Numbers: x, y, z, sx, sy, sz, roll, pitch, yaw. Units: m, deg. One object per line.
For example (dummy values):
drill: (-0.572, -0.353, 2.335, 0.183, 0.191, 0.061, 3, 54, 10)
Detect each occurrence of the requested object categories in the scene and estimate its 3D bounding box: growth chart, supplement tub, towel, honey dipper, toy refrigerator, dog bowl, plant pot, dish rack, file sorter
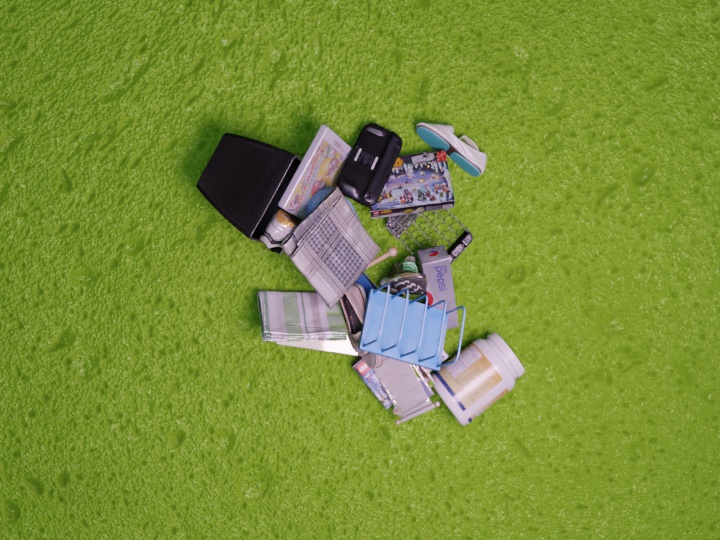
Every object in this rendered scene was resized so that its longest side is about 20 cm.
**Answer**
growth chart: (0.106, 0.252, 1.603, 0.143, 0.018, 0.203, -23, 93, 21)
supplement tub: (0.280, 0.257, 1.643, 0.199, 0.144, 0.145, -37, 98, -2)
towel: (-0.059, -0.050, 1.504, 0.193, 0.034, 0.201, -49, 121, -19)
honey dipper: (0.000, 0.000, 1.599, 0.198, 0.038, 0.038, -28, 98, 12)
toy refrigerator: (-0.100, 0.150, 1.632, 0.196, 0.070, 0.077, 9, 87, -7)
dog bowl: (-0.047, -0.094, 1.576, 0.111, 0.049, 0.201, -40, 126, -16)
plant pot: (-0.245, -0.194, 1.526, 0.176, 0.200, 0.202, 30, 92, 5)
towel: (-0.134, 0.100, 1.577, 0.197, 0.151, 0.031, 0, 135, -16)
dish rack: (0.163, -0.094, 1.644, 0.153, 0.055, 0.200, -45, 96, -2)
file sorter: (0.116, 0.122, 1.508, 0.197, 0.123, 0.141, 16, 71, -14)

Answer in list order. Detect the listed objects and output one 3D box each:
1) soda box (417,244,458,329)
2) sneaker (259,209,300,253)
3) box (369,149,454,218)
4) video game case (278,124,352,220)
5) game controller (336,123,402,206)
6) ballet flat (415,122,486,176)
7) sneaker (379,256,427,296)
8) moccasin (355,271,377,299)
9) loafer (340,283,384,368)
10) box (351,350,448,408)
soda box: (0.183, 0.045, 1.612, 0.067, 0.064, 0.202, -13, 122, -1)
sneaker: (-0.172, -0.080, 1.543, 0.076, 0.200, 0.088, 43, 95, 15)
box: (0.112, -0.202, 1.596, 0.196, 0.040, 0.139, -8, 67, -1)
video game case: (-0.089, -0.206, 1.550, 0.023, 0.182, 0.202, 30, 92, 26)
game controller: (0.022, -0.246, 1.571, 0.103, 0.042, 0.202, 23, 69, 4)
ballet flat: (0.220, -0.303, 1.629, 0.199, 0.069, 0.070, 34, 91, -12)
sneaker: (0.104, 0.004, 1.582, 0.076, 0.200, 0.090, 25, 79, -18)
moccasin: (0.025, 0.082, 1.631, 0.080, 0.068, 0.201, -40, 73, 14)
loafer: (-0.005, 0.130, 1.566, 0.071, 0.062, 0.203, -25, 78, 37)
box: (0.096, 0.218, 1.664, 0.199, 0.040, 0.137, -39, 98, -1)
